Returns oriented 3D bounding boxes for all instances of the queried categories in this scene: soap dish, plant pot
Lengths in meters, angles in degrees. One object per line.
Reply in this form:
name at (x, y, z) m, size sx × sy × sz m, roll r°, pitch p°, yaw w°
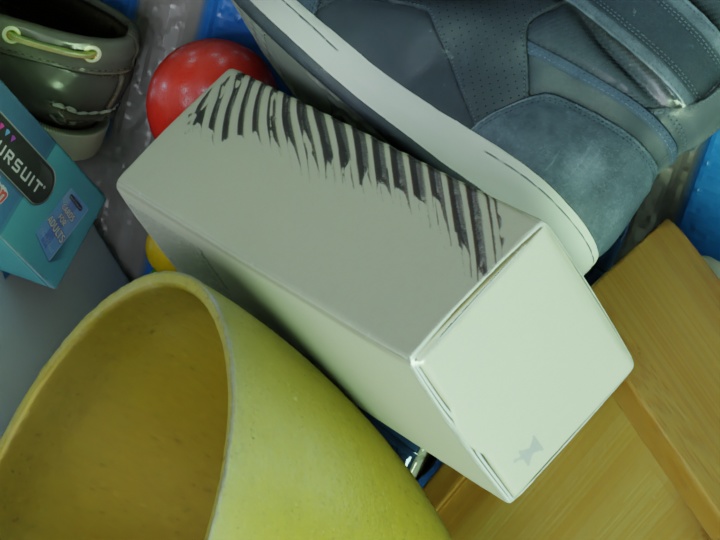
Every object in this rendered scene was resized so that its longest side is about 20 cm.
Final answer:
soap dish at (0.097, 0.104, 0.907) m, size 0.158 × 0.081 × 0.200 m, roll 56°, pitch 135°, yaw 23°
plant pot at (-0.045, 0.120, 0.865) m, size 0.141 × 0.201 × 0.200 m, roll 25°, pitch 125°, yaw -28°

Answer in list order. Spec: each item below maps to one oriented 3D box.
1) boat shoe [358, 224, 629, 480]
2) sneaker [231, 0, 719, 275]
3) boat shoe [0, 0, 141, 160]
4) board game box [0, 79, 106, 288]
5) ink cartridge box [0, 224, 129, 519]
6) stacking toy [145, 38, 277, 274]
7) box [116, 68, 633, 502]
boat shoe at (0.034, 0.022, 0.959) m, size 0.072 × 0.072 × 0.200 m, roll 43°, pitch 101°, yaw 4°
sneaker at (0.054, -0.094, 0.897) m, size 0.146 × 0.077 × 0.202 m, roll -46°, pitch 57°, yaw -9°
boat shoe at (-0.182, -0.121, 0.982) m, size 0.201 × 0.072 × 0.060 m, roll 31°, pitch 118°, yaw -2°
board game box at (-0.217, -0.072, 0.951) m, size 0.199 × 0.047 × 0.151 m, roll 18°, pitch 160°, yaw 32°
ink cartridge box at (-0.202, 0.065, 1.027) m, size 0.199 × 0.147 × 0.086 m, roll -26°, pitch 104°, yaw 28°
stacking toy at (-0.055, 0.005, 0.989) m, size 0.085 × 0.085 × 0.201 m, roll 6°, pitch 110°, yaw 18°
box at (0.000, 0.000, 0.861) m, size 0.200 × 0.068 × 0.082 m, roll 30°, pitch 161°, yaw 49°
